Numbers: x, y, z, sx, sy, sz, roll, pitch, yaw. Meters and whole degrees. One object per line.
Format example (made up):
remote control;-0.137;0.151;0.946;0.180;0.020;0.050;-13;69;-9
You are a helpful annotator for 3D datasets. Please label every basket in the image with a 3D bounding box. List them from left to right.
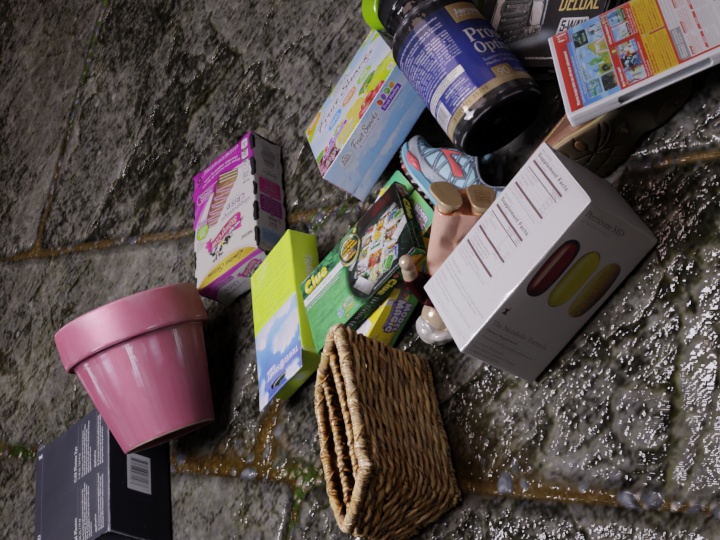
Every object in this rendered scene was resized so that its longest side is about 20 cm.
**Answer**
basket;-0.003;0.183;1.467;0.143;0.148;0.201;-39;46;31

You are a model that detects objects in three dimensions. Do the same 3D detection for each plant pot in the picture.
plant pot;-0.280;0.135;1.786;0.199;0.199;0.180;-28;80;39

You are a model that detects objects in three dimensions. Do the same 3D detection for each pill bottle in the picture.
pill bottle;0.104;-0.233;1.504;0.112;0.112;0.201;-45;65;25

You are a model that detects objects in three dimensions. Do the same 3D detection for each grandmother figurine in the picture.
grandmother figurine;0.099;0.000;1.458;0.061;0.120;0.201;-82;3;-52

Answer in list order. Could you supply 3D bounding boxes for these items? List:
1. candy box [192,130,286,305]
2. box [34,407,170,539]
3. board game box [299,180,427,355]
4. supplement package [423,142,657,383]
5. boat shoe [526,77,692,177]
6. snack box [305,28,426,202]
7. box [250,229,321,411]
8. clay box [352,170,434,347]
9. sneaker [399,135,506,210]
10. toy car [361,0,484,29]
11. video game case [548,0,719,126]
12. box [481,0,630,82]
candy box;-0.168;-0.072;1.871;0.136;0.061;0.201;-34;48;34
box;-0.355;0.311;1.860;0.182;0.104;0.201;-35;47;33
board game box;0.000;0.000;1.568;0.200;0.023;0.105;-46;46;35
supplement package;0.179;-0.006;1.373;0.200;0.113;0.110;-52;38;19
boat shoe;0.251;-0.155;1.407;0.200;0.072;0.068;-40;39;21
snack box;0.010;-0.196;1.670;0.169;0.067;0.200;-56;17;13
box;-0.090;0.065;1.695;0.122;0.047;0.201;-49;39;44
clay box;0.032;-0.004;1.585;0.201;0.047;0.115;-60;37;20
sneaker;0.120;-0.100;1.546;0.095;0.079;0.200;-40;46;5
toy car;0.064;-0.404;1.626;0.164;0.201;0.158;7;48;47
video game case;0.291;-0.230;1.360;0.199;0.017;0.144;-23;40;17
box;0.220;-0.291;1.527;0.199;0.050;0.159;11;80;52
